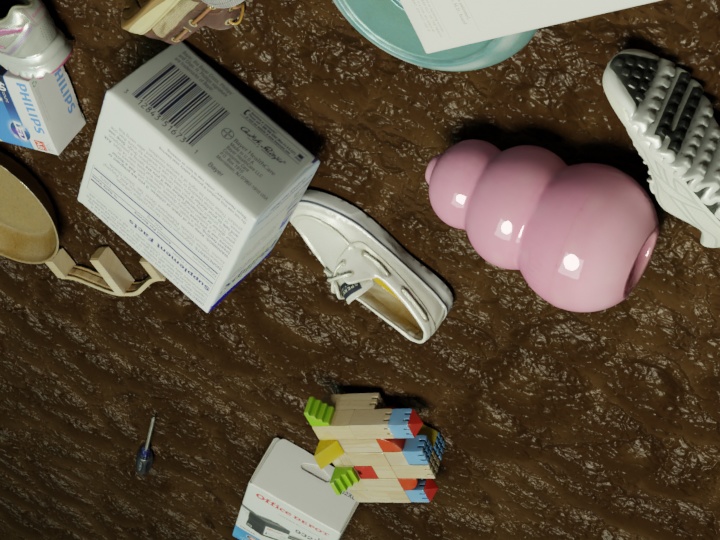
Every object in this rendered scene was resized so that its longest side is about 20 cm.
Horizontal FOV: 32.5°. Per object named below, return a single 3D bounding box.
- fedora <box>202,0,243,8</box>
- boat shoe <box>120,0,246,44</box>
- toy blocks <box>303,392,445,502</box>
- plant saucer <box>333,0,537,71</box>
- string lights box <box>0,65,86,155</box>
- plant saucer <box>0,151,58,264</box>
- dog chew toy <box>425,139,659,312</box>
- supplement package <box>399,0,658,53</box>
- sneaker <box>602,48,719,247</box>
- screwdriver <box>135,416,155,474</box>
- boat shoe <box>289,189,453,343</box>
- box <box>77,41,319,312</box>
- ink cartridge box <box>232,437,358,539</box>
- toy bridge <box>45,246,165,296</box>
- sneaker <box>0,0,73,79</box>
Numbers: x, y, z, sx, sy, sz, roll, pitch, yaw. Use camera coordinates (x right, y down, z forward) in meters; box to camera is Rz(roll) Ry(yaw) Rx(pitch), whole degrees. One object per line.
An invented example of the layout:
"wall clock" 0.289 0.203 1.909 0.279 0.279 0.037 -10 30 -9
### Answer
"fedora" -0.051 -0.275 0.892 0.090 0.177 0.200 13 119 -37
"boat shoe" -0.125 -0.242 1.051 0.072 0.072 0.200 27 147 -33
"toy blocks" 0.036 0.215 1.490 0.136 0.100 0.200 -4 133 26
"plant saucer" 0.047 -0.230 0.960 0.200 0.027 0.200 20 144 16
"string lights box" -0.400 -0.197 1.317 0.200 0.059 0.103 15 141 23
"plant saucer" -0.445 -0.090 1.508 0.200 0.035 0.200 20 144 15
"dog chew toy" 0.145 -0.048 1.038 0.200 0.125 0.125 26 147 20
"supplement package" 0.120 -0.237 0.787 0.200 0.121 0.120 -7 132 32
"sneaker" 0.246 -0.085 0.955 0.200 0.075 0.081 44 153 -18
"screwdriver" -0.324 0.259 1.870 0.029 0.028 0.200 52 150 22
"boat shoe" 0.000 0.000 1.246 0.200 0.070 0.071 40 144 -8
"box" -0.163 -0.088 1.211 0.184 0.105 0.200 41 146 3
"ink cartridge box" -0.089 0.338 1.734 0.145 0.084 0.200 28 146 5
"toy bridge" -0.306 0.002 1.525 0.200 0.027 0.067 0 136 38
"sneaker" -0.381 -0.259 1.215 0.200 0.081 0.088 13 141 12
